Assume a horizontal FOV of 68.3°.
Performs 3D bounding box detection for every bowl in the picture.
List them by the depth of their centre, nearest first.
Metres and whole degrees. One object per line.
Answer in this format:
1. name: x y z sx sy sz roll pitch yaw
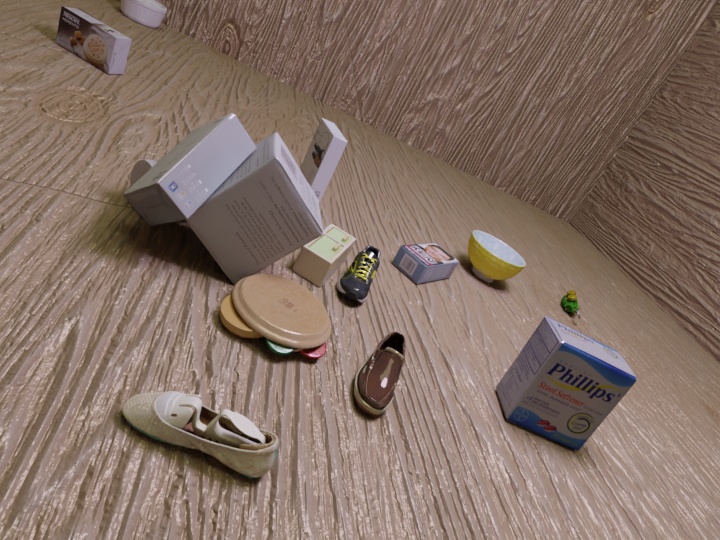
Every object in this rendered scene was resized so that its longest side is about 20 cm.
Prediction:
1. bowl: 0.416 -0.029 1.701 0.196 0.109 0.201 25 24 -12

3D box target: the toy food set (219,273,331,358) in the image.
1. toy food set: -0.138 0.078 0.939 0.195 0.049 0.201 29 23 -2

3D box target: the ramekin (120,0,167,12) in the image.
1. ramekin: -0.987 -1.182 2.400 0.198 0.096 0.204 24 24 -11

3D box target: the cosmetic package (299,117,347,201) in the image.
1. cosmetic package: -0.118 -0.324 1.561 0.051 0.203 0.152 16 25 -26

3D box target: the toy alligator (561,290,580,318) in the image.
1. toy alligator: 0.723 0.120 1.832 0.053 0.061 0.200 -10 16 20

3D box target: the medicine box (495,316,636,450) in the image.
1. medicine box: 0.406 0.228 1.067 0.179 0.203 0.103 24 23 -9

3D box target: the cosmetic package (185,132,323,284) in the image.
1. cosmetic package: -0.196 -0.120 1.005 0.168 0.197 0.169 57 9 -30

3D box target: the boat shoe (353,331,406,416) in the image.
1. boat shoe: 0.040 0.167 0.929 0.074 0.076 0.203 28 24 0

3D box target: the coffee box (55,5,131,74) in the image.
1. coffee box: -0.818 -0.705 1.627 0.197 0.116 0.080 31 24 3

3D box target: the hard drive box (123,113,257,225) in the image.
1. hard drive box: -0.305 -0.180 0.954 0.154 0.202 0.077 -1 -45 46

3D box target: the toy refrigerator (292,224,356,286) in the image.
1. toy refrigerator: -0.077 -0.042 1.216 0.075 0.071 0.200 30 23 5

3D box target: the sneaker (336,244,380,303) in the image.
1. sneaker: 0.000 0.000 1.202 0.073 0.086 0.201 26 24 -4

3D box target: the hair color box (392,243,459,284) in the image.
1. hair color box: 0.185 -0.023 1.488 0.099 0.061 0.198 41 26 26

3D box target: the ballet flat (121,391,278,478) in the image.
1. ballet flat: -0.190 0.185 0.650 0.196 0.063 0.068 26 23 -8

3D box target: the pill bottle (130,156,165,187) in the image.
1. pill bottle: -0.361 -0.172 1.094 0.115 0.117 0.198 40 26 25
